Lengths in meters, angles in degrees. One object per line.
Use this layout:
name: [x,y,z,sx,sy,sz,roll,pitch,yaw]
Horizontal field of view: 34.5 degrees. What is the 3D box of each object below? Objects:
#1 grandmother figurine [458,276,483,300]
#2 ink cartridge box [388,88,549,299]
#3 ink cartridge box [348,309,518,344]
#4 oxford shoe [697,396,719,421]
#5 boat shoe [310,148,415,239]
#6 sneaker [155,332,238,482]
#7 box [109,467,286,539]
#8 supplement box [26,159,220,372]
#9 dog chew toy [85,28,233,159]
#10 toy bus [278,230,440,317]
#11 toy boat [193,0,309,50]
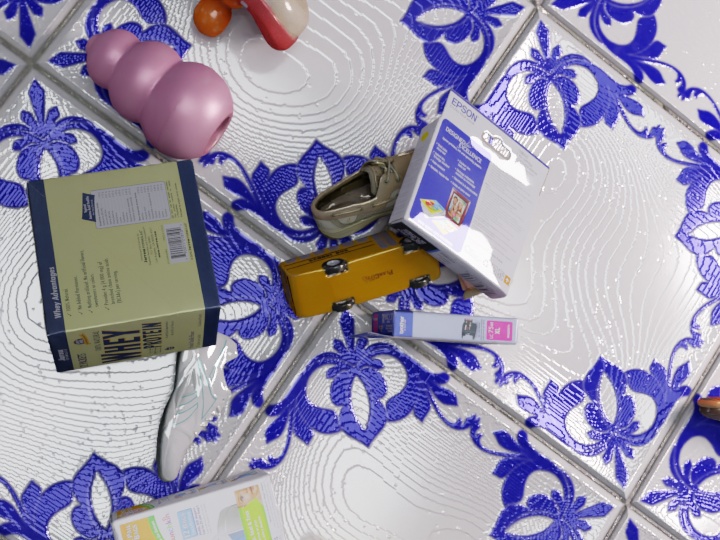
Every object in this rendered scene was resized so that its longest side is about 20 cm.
grandmother figurine: [0.131,-0.064,1.566,0.121,0.060,0.201,-17,86,-41]
ink cartridge box: [0.145,-0.098,1.512,0.197,0.047,0.201,34,63,-28]
ink cartridge box: [0.093,0.074,1.510,0.198,0.119,0.042,2,86,-12]
oxford shoe: [0.562,0.225,1.631,0.199,0.071,0.073,16,87,-11]
boat shoe: [0.027,-0.113,1.518,0.199,0.065,0.072,-28,59,-2]
sneaker: [-0.207,0.171,1.461,0.080,0.070,0.202,17,81,-14]
box: [-0.200,0.328,1.431,0.199,0.101,0.113,-14,88,-13]
supplement box: [-0.286,-0.005,1.397,0.198,0.134,0.201,-9,68,-13]
dog chew toy: [-0.260,-0.230,1.460,0.199,0.125,0.125,35,79,0]
toy bus: [0.000,0.000,1.509,0.199,0.078,0.066,-17,114,-12]
toy boat: [-0.165,-0.358,1.503,0.200,0.131,0.131,42,108,-6]
